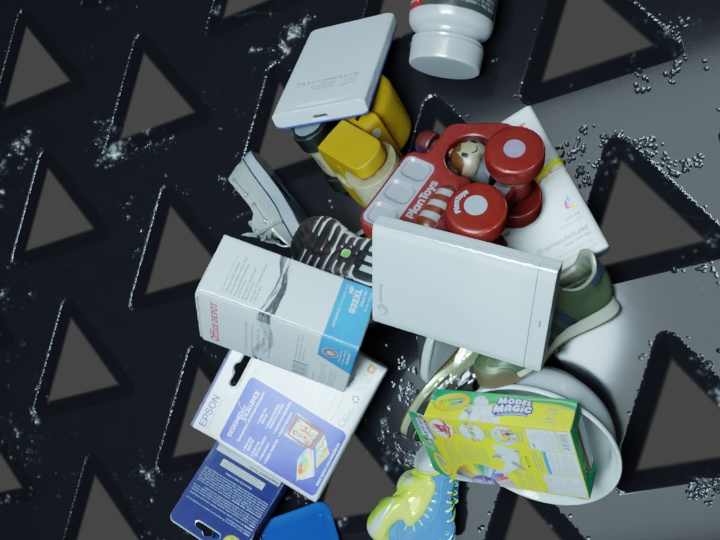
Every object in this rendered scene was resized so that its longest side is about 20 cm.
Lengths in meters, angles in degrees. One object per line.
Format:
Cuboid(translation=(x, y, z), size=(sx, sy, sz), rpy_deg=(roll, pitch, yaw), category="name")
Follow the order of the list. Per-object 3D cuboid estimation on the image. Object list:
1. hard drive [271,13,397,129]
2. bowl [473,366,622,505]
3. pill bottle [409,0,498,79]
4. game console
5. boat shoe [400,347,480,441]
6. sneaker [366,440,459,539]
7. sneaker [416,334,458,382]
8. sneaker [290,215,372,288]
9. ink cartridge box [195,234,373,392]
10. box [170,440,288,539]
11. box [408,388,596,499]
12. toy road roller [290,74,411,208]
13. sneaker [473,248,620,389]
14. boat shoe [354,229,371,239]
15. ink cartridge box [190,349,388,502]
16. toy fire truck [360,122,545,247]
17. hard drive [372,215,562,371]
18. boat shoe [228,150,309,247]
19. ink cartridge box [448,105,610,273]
Cuboid(translation=(-0.031, -0.268, 1.034), size=(0.130, 0.026, 0.202), rpy_deg=(-5, 45, 23), category="hard drive")
Cuboid(translation=(0.220, 0.181, 0.930), size=(0.198, 0.091, 0.203), rpy_deg=(18, 135, 19), category="bowl")
Cuboid(translation=(0.124, -0.362, 1.005), size=(0.112, 0.114, 0.204), rpy_deg=(10, 90, 20), category="pill bottle")
Cuboid(translation=(-0.103, 0.446, 1.091), size=(0.168, 0.118, 0.203), rpy_deg=(-16, 81, -13), category="game console")
Cuboid(translation=(0.131, 0.148, 0.995), size=(0.066, 0.072, 0.202), rpy_deg=(41, 96, 22), category="boat shoe")
Cuboid(translation=(0.102, 0.292, 1.008), size=(0.105, 0.076, 0.201), rpy_deg=(40, 100, -1), category="sneaker")
Cuboid(translation=(0.087, 0.042, 1.027), size=(0.098, 0.070, 0.204), rpy_deg=(20, 108, 41), category="sneaker")
Cuboid(translation=(0.000, 0.000, 0.986), size=(0.199, 0.115, 0.076), rpy_deg=(25, 81, 46), category="sneaker")
Cuboid(translation=(-0.091, 0.056, 0.944), size=(0.197, 0.146, 0.085), rpy_deg=(20, 61, 2), category="ink cartridge box")
Cuboid(translation=(-0.160, 0.283, 1.068), size=(0.120, 0.033, 0.201), rpy_deg=(25, 65, 19), category="box")
Cuboid(translation=(0.158, 0.195, 0.882), size=(0.197, 0.049, 0.119), rpy_deg=(-1, 128, 31), category="box")
Cuboid(translation=(0.018, -0.169, 1.012), size=(0.146, 0.123, 0.200), rpy_deg=(-46, 48, -4), category="toy road roller")
Cuboid(translation=(0.203, 0.046, 0.883), size=(0.198, 0.067, 0.091), rpy_deg=(-29, 113, -14), category="sneaker")
Cuboid(translation=(-0.027, 0.004, 1.062), size=(0.199, 0.070, 0.071), rpy_deg=(-39, 75, 13), category="boat shoe")
Cuboid(translation=(-0.094, 0.168, 1.037), size=(0.198, 0.047, 0.200), rpy_deg=(29, 90, 8), category="ink cartridge box")
Cuboid(translation=(0.113, -0.095, 0.885), size=(0.166, 0.113, 0.201), rpy_deg=(27, 70, 24), category="toy fire truck")
Cuboid(translation=(0.106, 0.024, 0.823), size=(0.197, 0.027, 0.134), rpy_deg=(16, 129, 21), category="hard drive")
Cuboid(translation=(-0.130, -0.071, 1.102), size=(0.086, 0.074, 0.203), rpy_deg=(-41, 72, 13), category="boat shoe")
Cuboid(translation=(0.201, -0.080, 0.976), size=(0.143, 0.084, 0.202), rpy_deg=(-29, 77, 15), category="ink cartridge box")
